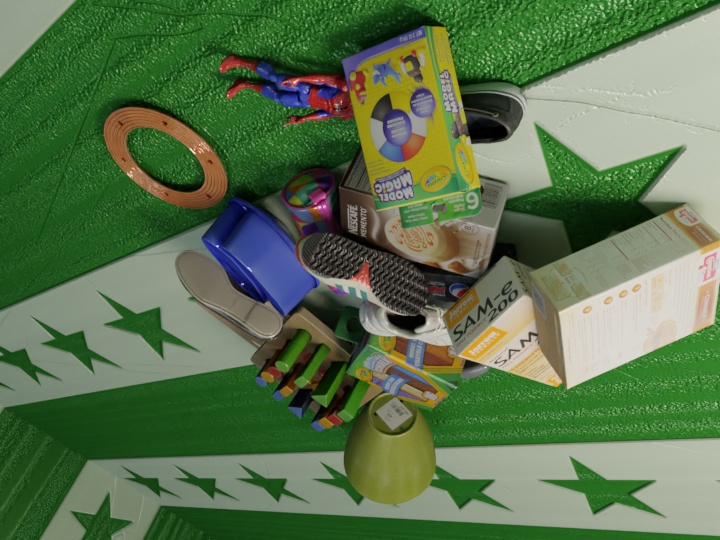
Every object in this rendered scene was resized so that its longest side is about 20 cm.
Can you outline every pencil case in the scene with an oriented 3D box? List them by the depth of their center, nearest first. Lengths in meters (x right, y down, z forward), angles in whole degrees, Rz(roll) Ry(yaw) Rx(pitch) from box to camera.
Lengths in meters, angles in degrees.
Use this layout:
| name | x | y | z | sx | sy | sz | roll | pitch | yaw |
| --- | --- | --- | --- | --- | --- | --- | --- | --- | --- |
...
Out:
| name | x | y | z | sx | sy | sz | roll | pitch | yaw |
| --- | --- | --- | --- | --- | --- | --- | --- | --- | --- |
| pencil case | -0.041 | -0.051 | 1.061 | 0.088 | 0.088 | 0.200 | 3 | 141 | 28 |

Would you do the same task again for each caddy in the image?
| name | x | y | z | sx | sy | sz | roll | pitch | yaw |
| --- | --- | --- | --- | --- | --- | --- | --- | --- | --- |
| caddy | -0.146 | -0.027 | 1.144 | 0.141 | 0.105 | 0.200 | 23 | 156 | 49 |

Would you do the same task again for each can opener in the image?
| name | x | y | z | sx | sy | sz | roll | pitch | yaw |
| --- | --- | --- | --- | --- | --- | --- | --- | --- | --- |
| can opener | 0.230 | 0.128 | 1.161 | 0.053 | 0.066 | 0.200 | 38 | 139 | -20 |

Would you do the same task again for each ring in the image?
| name | x | y | z | sx | sy | sz | roll | pitch | yaw |
| --- | --- | --- | --- | --- | --- | --- | --- | --- | --- |
| ring | -0.288 | -0.168 | 1.110 | 0.200 | 0.019 | 0.200 | 16 | 145 | 12 |

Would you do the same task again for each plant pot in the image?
| name | x | y | z | sx | sy | sz | roll | pitch | yaw |
| --- | --- | --- | --- | --- | --- | --- | --- | --- | --- |
| plant pot | 0.058 | 0.318 | 1.418 | 0.187 | 0.187 | 0.200 | 15 | 143 | 13 |

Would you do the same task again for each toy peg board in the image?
| name | x | y | z | sx | sy | sz | roll | pitch | yaw |
| --- | --- | --- | --- | --- | --- | --- | --- | --- | --- |
| toy peg board | -0.091 | 0.197 | 1.276 | 0.200 | 0.098 | 0.199 | 40 | 136 | -6 |

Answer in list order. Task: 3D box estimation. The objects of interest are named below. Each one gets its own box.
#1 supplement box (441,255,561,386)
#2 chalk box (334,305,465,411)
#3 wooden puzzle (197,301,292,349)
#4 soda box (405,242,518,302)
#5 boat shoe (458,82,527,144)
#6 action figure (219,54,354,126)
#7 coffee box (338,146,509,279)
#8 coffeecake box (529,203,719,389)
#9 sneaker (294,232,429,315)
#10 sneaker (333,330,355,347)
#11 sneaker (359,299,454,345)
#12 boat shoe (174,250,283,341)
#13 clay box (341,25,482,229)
| name | x | y | z | sx | sy | sz | roll | pitch | yaw |
| --- | --- | --- | --- | --- | --- | --- | --- | --- | --- |
| supplement box | 0.226 | 0.073 | 0.979 | 0.200 | 0.074 | 0.126 | 19 | 126 | -33 |
| chalk box | 0.060 | 0.116 | 1.190 | 0.200 | 0.125 | 0.124 | 26 | 147 | -5 |
| wooden puzzle | -0.189 | 0.079 | 1.359 | 0.185 | 0.046 | 0.200 | 39 | 149 | -12 |
| soda box | 0.116 | -0.001 | 1.041 | 0.200 | 0.071 | 0.063 | 6 | 142 | 24 |
| boat shoe | 0.087 | -0.170 | 0.840 | 0.200 | 0.057 | 0.069 | -1 | 138 | 33 |
| action figure | -0.072 | -0.211 | 0.887 | 0.200 | 0.052 | 0.065 | 14 | 140 | 16 |
| coffee box | 0.079 | -0.073 | 0.958 | 0.200 | 0.080 | 0.114 | 16 | 146 | 12 |
| coffeecake box | 0.311 | 0.033 | 0.871 | 0.200 | 0.073 | 0.154 | -23 | 135 | -2 |
| sneaker | -0.001 | 0.000 | 1.004 | 0.200 | 0.070 | 0.093 | 24 | 177 | -24 |
| sneaker | -0.015 | 0.150 | 1.330 | 0.200 | 0.071 | 0.080 | 8 | 147 | 25 |
| sneaker | 0.104 | 0.076 | 1.089 | 0.200 | 0.078 | 0.099 | 1 | 180 | -13 |
| boat shoe | -0.209 | 0.046 | 1.165 | 0.200 | 0.067 | 0.057 | 37 | 159 | 3 |
| clay box | 0.056 | -0.147 | 0.803 | 0.115 | 0.048 | 0.200 | -10 | 95 | 40 |
